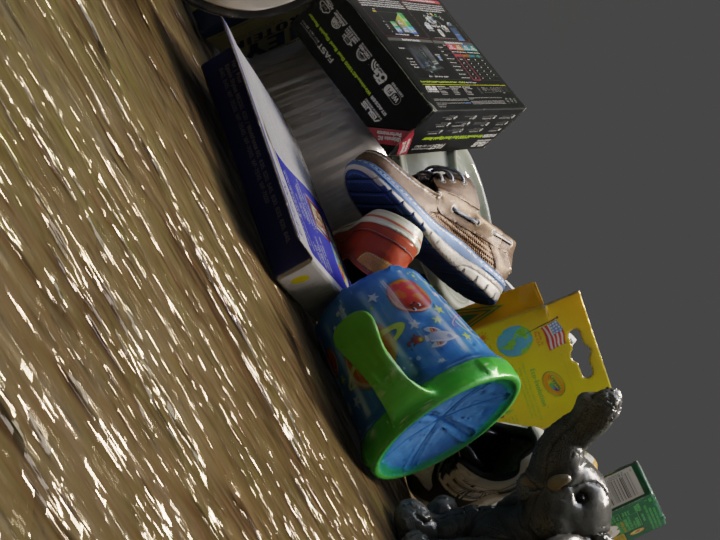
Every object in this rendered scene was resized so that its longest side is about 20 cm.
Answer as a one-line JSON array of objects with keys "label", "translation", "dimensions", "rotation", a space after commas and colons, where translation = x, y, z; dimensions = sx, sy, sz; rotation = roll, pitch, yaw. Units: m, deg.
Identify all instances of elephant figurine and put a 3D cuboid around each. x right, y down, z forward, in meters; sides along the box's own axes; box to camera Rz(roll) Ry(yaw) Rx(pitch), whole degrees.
[{"label": "elephant figurine", "translation": [0.139, 0.204, 1.236], "dimensions": [0.155, 0.200, 0.142], "rotation": [55, 11, -63]}]

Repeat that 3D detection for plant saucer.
[{"label": "plant saucer", "translation": [0.084, -0.063, 1.506], "dimensions": [0.200, 0.050, 0.200], "rotation": [-15, 90, -74]}]

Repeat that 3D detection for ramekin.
[{"label": "ramekin", "translation": [-0.035, -0.121, 1.496], "dimensions": [0.200, 0.105, 0.200], "rotation": [-24, 90, -85]}]

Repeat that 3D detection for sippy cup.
[{"label": "sippy cup", "translation": [0.035, 0.072, 1.258], "dimensions": [0.130, 0.140, 0.178], "rotation": [57, -24, 24]}]

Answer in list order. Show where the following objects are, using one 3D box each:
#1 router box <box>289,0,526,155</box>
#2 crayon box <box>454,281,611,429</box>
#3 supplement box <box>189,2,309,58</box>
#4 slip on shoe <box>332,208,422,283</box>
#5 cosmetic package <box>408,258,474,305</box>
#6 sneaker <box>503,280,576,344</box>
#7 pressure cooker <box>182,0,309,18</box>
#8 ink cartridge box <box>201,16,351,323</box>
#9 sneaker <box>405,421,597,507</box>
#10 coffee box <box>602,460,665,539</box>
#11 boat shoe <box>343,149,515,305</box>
[{"label": "router box", "translation": [0.046, -0.181, 1.441], "dimensions": [0.150, 0.062, 0.200], "rotation": [54, 27, 14]}, {"label": "crayon box", "translation": [0.116, 0.094, 1.451], "dimensions": [0.051, 0.200, 0.127], "rotation": [-104, 174, -63]}, {"label": "supplement box", "translation": [-0.105, -0.312, 1.487], "dimensions": [0.200, 0.134, 0.200], "rotation": [29, 37, -81]}, {"label": "slip on shoe", "translation": [0.000, 0.000, 1.399], "dimensions": [0.074, 0.061, 0.200], "rotation": [30, -17, -7]}, {"label": "cosmetic package", "translation": [0.055, 0.022, 1.569], "dimensions": [0.151, 0.052, 0.200], "rotation": [9, 42, -31]}, {"label": "sneaker", "translation": [0.143, 0.057, 1.624], "dimensions": [0.130, 0.079, 0.199], "rotation": [37, 7, 4]}, {"label": "pressure cooker", "translation": [-0.087, -0.275, 1.149], "dimensions": [0.179, 0.176, 0.200], "rotation": [16, 21, -27]}, {"label": "ink cartridge box", "translation": [-0.069, -0.070, 1.271], "dimensions": [0.200, 0.047, 0.198], "rotation": [49, 19, -67]}, {"label": "sneaker", "translation": [0.102, 0.156, 1.355], "dimensions": [0.088, 0.200, 0.076], "rotation": [37, 59, -33]}, {"label": "coffee box", "translation": [0.205, 0.265, 1.628], "dimensions": [0.044, 0.200, 0.123], "rotation": [67, 7, 28]}, {"label": "boat shoe", "translation": [0.062, -0.051, 1.385], "dimensions": [0.072, 0.072, 0.200], "rotation": [10, -25, 47]}]
